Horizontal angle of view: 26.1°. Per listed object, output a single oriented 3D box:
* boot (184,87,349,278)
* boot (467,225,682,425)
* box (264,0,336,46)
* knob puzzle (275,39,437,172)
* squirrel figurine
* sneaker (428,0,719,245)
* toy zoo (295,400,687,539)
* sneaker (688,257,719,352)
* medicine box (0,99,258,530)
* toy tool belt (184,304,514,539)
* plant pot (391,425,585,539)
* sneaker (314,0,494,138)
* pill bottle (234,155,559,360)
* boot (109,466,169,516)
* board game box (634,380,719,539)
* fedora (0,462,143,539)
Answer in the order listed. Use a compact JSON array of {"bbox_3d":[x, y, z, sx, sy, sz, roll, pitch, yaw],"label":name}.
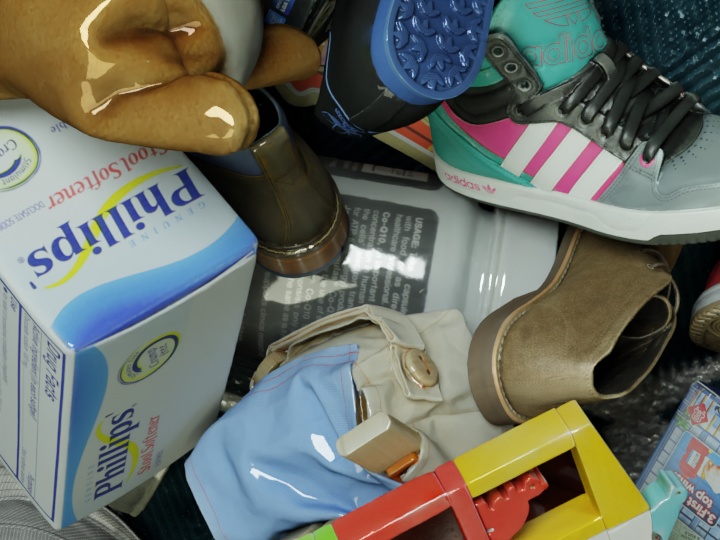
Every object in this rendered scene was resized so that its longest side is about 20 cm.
[{"bbox_3d":[-0.083,-0.088,0.751,0.200,0.075,0.097,40,165,27],"label":"boot"},{"bbox_3d":[0.131,0.014,0.764,0.075,0.200,0.074,-8,113,37],"label":"boot"},{"bbox_3d":[-0.053,-0.216,0.695,0.163,0.086,0.201,33,122,3],"label":"box"},{"bbox_3d":[0.011,-0.156,0.777,0.218,0.031,0.221,4,123,6],"label":"knob puzzle"},{"bbox_3d":[-0.106,-0.161,0.616,0.199,0.142,0.188,7,112,16],"label":"squirrel figurine"},{"bbox_3d":[0.109,-0.088,0.721,0.199,0.084,0.121,11,135,35],"label":"sneaker"},{"bbox_3d":[0.057,0.139,0.710,0.199,0.020,0.132,-27,125,-3],"label":"toy zoo"},{"bbox_3d":[0.220,-0.036,0.808,0.071,0.113,0.200,7,154,-4],"label":"sneaker"},{"bbox_3d":[-0.155,-0.010,0.739,0.200,0.103,0.183,48,150,18],"label":"medicine box"},{"bbox_3d":[-0.029,0.097,0.753,0.200,0.123,0.125,-34,83,35],"label":"toy tool belt"},{"bbox_3d":[0.037,0.177,0.897,0.200,0.201,0.196,28,114,-10],"label":"plant pot"},{"bbox_3d":[0.033,-0.147,0.693,0.070,0.201,0.078,36,150,-21],"label":"sneaker"},{"bbox_3d":[0.000,0.000,0.827,0.198,0.113,0.114,10,123,3],"label":"pill bottle"},{"bbox_3d":[-0.193,0.054,0.916,0.199,0.073,0.182,28,136,-1],"label":"boot"},{"bbox_3d":[0.183,0.173,0.858,0.200,0.062,0.200,-56,146,8],"label":"board game box"},{"bbox_3d":[-0.217,0.230,1.017,0.176,0.091,0.200,-35,111,26],"label":"fedora"}]
